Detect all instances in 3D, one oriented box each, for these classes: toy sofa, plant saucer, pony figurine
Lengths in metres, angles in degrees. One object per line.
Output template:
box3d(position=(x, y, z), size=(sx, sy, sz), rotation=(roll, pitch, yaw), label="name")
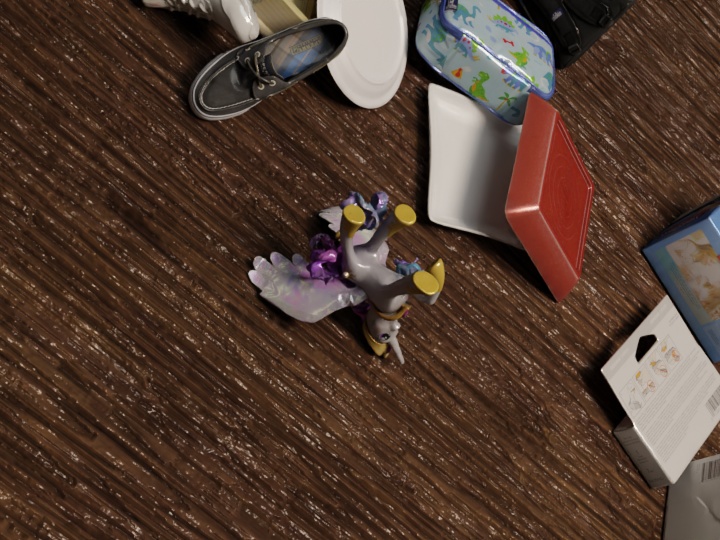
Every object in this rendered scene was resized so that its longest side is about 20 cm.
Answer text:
box3d(position=(-0.094, -0.370, 1.198), size=(0.083, 0.096, 0.203), rotation=(38, 51, -44), label="toy sofa")
box3d(position=(0.255, -0.095, 1.268), size=(0.200, 0.036, 0.202), rotation=(49, 47, -42), label="plant saucer")
box3d(position=(0.000, 0.000, 1.049), size=(0.193, 0.201, 0.166), rotation=(43, 59, 9), label="pony figurine")

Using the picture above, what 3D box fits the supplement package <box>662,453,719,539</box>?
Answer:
box3d(position=(0.509, 0.343, 1.233), size=(0.198, 0.151, 0.152), rotation=(31, 56, -18), label="supplement package")

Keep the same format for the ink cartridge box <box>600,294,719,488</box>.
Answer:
box3d(position=(0.402, 0.159, 1.308), size=(0.199, 0.045, 0.177), rotation=(-36, 92, -38), label="ink cartridge box")

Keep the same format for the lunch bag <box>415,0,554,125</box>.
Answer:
box3d(position=(0.171, -0.305, 1.318), size=(0.199, 0.082, 0.162), rotation=(33, 41, -16), label="lunch bag")

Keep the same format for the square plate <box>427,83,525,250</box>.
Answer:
box3d(position=(0.165, -0.128, 1.286), size=(0.196, 0.028, 0.203), rotation=(16, 63, -28), label="square plate")

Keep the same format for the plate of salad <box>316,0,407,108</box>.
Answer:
box3d(position=(-0.001, -0.304, 1.217), size=(0.199, 0.047, 0.204), rotation=(-3, 93, -56), label="plate of salad")

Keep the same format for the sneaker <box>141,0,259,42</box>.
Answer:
box3d(position=(-0.193, -0.315, 1.098), size=(0.099, 0.078, 0.200), rotation=(-39, 70, -8), label="sneaker")

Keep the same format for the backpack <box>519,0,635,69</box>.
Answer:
box3d(position=(0.300, -0.432, 1.432), size=(0.200, 0.163, 0.154), rotation=(44, 45, -1), label="backpack")

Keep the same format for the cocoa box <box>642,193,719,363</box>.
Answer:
box3d(position=(0.531, 0.004, 1.400), size=(0.131, 0.133, 0.202), rotation=(-33, 90, -37), label="cocoa box")

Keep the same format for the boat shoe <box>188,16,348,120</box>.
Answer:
box3d(position=(-0.099, -0.227, 1.089), size=(0.198, 0.066, 0.071), rotation=(-25, 103, -12), label="boat shoe")
